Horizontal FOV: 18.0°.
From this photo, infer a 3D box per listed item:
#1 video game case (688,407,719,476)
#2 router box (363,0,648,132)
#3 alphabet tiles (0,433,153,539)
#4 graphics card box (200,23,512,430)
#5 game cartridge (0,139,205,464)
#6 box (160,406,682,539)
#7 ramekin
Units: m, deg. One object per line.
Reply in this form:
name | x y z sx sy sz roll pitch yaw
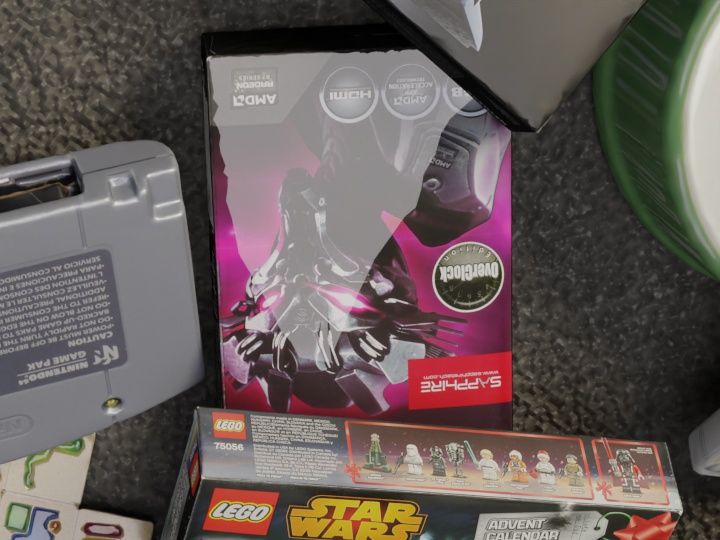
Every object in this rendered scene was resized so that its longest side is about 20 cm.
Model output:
video game case | 0.262 0.048 0.914 0.199 0.023 0.182 10 147 -22
router box | 0.039 -0.175 0.856 0.200 0.052 0.157 41 88 -8
alphabet tiles | -0.194 0.135 0.963 0.199 0.006 0.168 12 91 -10
graphics card box | 0.000 0.000 0.938 0.125 0.051 0.201 -2 107 -5
game cartridge | -0.163 0.025 0.904 0.199 0.041 0.134 -13 131 -11
box | 0.017 0.120 0.942 0.199 0.040 0.137 5 135 -14
ramekin | 0.199 -0.070 0.908 0.198 0.098 0.201 -2 108 -5
